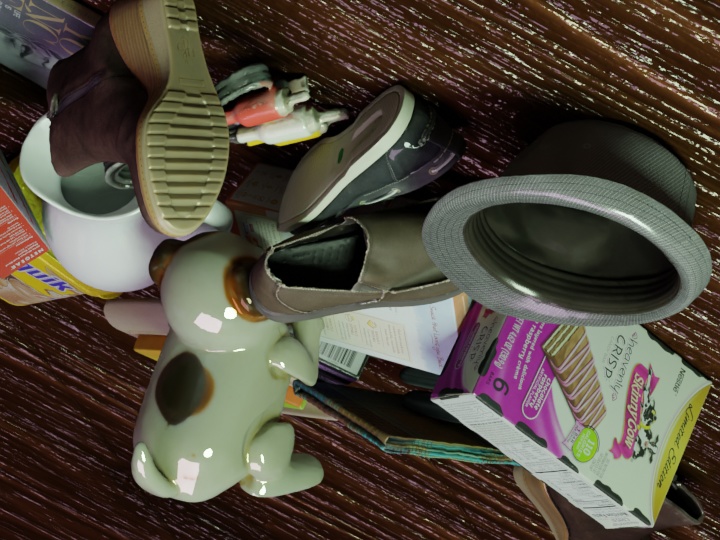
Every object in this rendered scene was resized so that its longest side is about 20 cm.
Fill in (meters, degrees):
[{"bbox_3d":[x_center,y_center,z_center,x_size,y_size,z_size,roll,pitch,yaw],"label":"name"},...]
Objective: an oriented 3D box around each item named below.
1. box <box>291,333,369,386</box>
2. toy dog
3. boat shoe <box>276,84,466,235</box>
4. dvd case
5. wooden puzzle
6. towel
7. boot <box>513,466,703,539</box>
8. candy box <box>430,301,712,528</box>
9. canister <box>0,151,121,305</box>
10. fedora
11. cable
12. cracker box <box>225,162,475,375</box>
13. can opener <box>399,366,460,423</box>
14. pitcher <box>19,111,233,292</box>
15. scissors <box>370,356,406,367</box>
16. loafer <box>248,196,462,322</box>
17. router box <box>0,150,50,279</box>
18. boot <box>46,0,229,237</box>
[{"bbox_3d":[-0.075,0.064,1.917,0.143,0.036,0.200,26,169,-5],"label":"box"},{"bbox_3d":[-0.116,0.066,1.652,0.139,0.201,0.194,22,-157,40],"label":"toy dog"},{"bbox_3d":[0.001,-0.066,1.554,0.068,0.072,0.200,25,149,-23],"label":"boat shoe"},{"bbox_3d":[-0.245,-0.179,1.655,0.200,0.016,0.149,28,157,-6],"label":"dvd case"},{"bbox_3d":[-0.131,0.087,1.952,0.200,0.037,0.185,31,167,-21],"label":"wooden puzzle"},{"bbox_3d":[0.055,0.137,1.850,0.200,0.022,0.147,11,-170,-39],"label":"towel"},{"bbox_3d":[0.245,0.227,1.907,0.200,0.072,0.166,42,153,-27],"label":"boot"},{"bbox_3d":[0.166,0.093,1.643,0.200,0.137,0.061,37,156,-25],"label":"candy box"},{"bbox_3d":[-0.298,-0.033,1.935,0.148,0.087,0.200,38,156,-24],"label":"canister"},{"bbox_3d":[0.148,-0.040,1.438,0.200,0.090,0.177,-8,141,44],"label":"fedora"},{"bbox_3d":[-0.112,-0.097,1.551,0.200,0.050,0.097,-23,160,20],"label":"cable"},{"bbox_3d":[0.000,0.000,1.681,0.200,0.058,0.134,16,137,26],"label":"cracker box"},{"bbox_3d":[0.122,0.115,1.804,0.200,0.079,0.064,18,118,26],"label":"can opener"},{"bbox_3d":[-0.179,-0.045,1.720,0.171,0.121,0.200,23,165,7],"label":"pitcher"},{"bbox_3d":[0.001,0.028,1.804,0.073,0.014,0.200,14,153,33],"label":"scissors"},{"bbox_3d":[0.016,-0.008,1.545,0.199,0.073,0.071,-18,166,-2],"label":"loafer"},{"bbox_3d":[-0.337,-0.117,1.703,0.200,0.049,0.180,58,178,38],"label":"router box"},{"bbox_3d":[-0.167,-0.095,1.526,0.072,0.201,0.166,12,153,-35],"label":"boot"}]
